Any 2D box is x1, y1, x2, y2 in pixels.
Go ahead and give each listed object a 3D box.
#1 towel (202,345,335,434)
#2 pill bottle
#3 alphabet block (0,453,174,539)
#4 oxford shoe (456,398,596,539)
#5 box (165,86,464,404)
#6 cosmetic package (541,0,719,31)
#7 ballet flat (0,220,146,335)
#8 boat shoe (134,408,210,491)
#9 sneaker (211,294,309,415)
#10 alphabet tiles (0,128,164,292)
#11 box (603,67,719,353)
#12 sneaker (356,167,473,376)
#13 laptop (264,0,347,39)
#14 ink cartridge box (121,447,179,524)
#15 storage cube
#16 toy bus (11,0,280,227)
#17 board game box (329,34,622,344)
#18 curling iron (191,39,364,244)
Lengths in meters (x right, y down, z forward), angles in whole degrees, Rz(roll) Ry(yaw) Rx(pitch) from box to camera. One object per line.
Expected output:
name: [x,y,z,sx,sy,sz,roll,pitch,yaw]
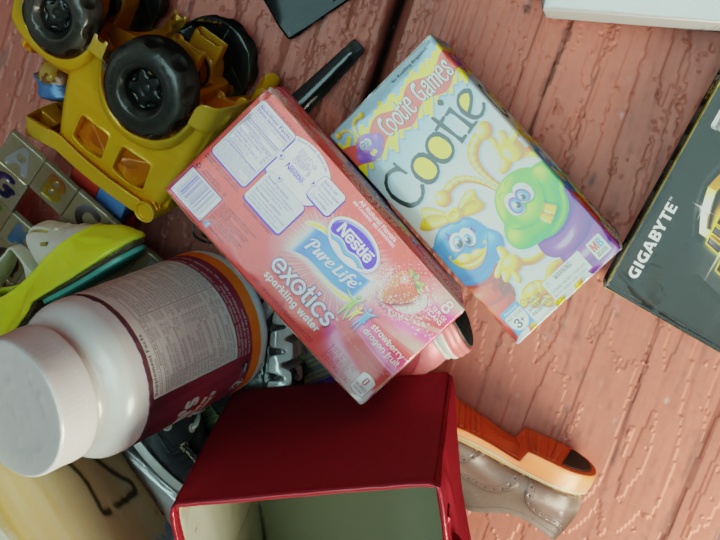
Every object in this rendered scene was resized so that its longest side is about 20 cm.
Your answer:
towel: [-0.047,0.152,1.016,0.142,0.023,0.202,-24,91,14]
pill bottle: [-0.162,0.062,0.857,0.108,0.199,0.111,12,112,32]
alphabet block: [-0.284,0.188,0.894,0.195,0.195,0.201,-36,86,12]
oxford shoe: [0.078,0.147,0.967,0.198,0.071,0.074,23,105,7]
box: [-0.027,-0.022,0.872,0.102,0.095,0.200,-42,94,9]
cosmetic package: [0.231,-0.226,0.881,0.197,0.085,0.109,8,98,11]
ballet flat: [-0.241,0.001,0.957,0.199,0.067,0.068,-34,88,39]
boat shoe: [-0.157,0.103,0.973,0.060,0.074,0.200,-40,102,9]
sneaker: [-0.084,0.028,0.967,0.089,0.066,0.203,2,93,11]
alphabet tiles: [-0.233,0.006,0.998,0.200,0.008,0.167,42,129,-5]
box: [0.294,-0.038,0.912,0.158,0.049,0.202,29,102,4]
sneaker: [0.000,0.000,0.961,0.086,0.074,0.201,-36,90,14]
laptop: [-0.028,-0.301,0.912,0.198,0.103,0.179,-31,90,13]
ink cartridge box: [-0.233,0.210,1.027,0.144,0.084,0.201,39,103,4]
storage cube: [-0.012,0.189,0.865,0.197,0.180,0.174,-6,107,9]
toy bus: [-0.191,-0.128,0.964,0.199,0.136,0.193,37,119,5]
board game box: [0.088,-0.062,0.919,0.103,0.105,0.200,-43,89,12]
curling iron: [-0.065,-0.101,0.986,0.049,0.026,0.201,35,98,-24]
